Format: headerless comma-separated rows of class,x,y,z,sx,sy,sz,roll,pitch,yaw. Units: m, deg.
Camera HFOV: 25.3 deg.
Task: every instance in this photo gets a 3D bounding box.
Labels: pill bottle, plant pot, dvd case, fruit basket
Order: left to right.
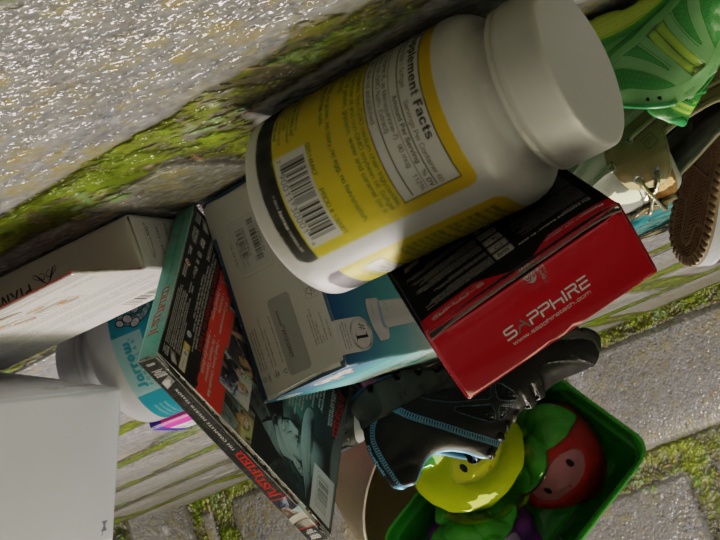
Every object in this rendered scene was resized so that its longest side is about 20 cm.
pill bottle,-0.135,0.049,1.242,0.198,0.112,0.111,-23,170,15
dvd case,-0.074,0.072,1.100,0.022,0.147,0.200,-23,126,25
plant pot,0.043,0.145,1.396,0.198,0.203,0.134,-13,-150,-35
pill bottle,0.041,-0.074,0.910,0.198,0.116,0.114,-25,169,29
fruit basket,0.112,0.171,1.285,0.215,0.155,0.217,-38,149,-28

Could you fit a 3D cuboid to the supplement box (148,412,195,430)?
supplement box,-0.095,0.059,1.408,0.198,0.105,0.101,-20,172,6

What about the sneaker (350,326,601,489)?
sneaker,0.093,0.099,1.196,0.198,0.083,0.073,-19,170,-11

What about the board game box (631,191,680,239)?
board game box,0.238,-0.054,1.328,0.134,0.028,0.200,-18,170,-17

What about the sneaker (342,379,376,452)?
sneaker,-0.065,0.102,1.265,0.095,0.080,0.199,-31,-151,-36

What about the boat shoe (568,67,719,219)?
boat shoe,0.182,-0.073,1.064,0.201,0.068,0.075,-51,151,-10

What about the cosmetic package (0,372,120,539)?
cosmetic package,-0.309,0.137,1.155,0.198,0.125,0.199,6,-178,25

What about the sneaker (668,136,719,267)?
sneaker,0.305,-0.095,1.191,0.107,0.070,0.202,-2,124,-23

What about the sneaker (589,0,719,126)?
sneaker,0.198,-0.134,0.981,0.199,0.085,0.074,-27,167,34

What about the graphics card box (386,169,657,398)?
graphics card box,0.082,-0.006,0.931,0.125,0.051,0.200,-35,-164,1

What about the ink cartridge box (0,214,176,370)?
ink cartridge box,-0.227,0.019,1.095,0.198,0.045,0.176,-24,170,22

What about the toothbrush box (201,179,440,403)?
toothbrush box,0.000,0.000,1.142,0.085,0.148,0.199,-25,170,37
